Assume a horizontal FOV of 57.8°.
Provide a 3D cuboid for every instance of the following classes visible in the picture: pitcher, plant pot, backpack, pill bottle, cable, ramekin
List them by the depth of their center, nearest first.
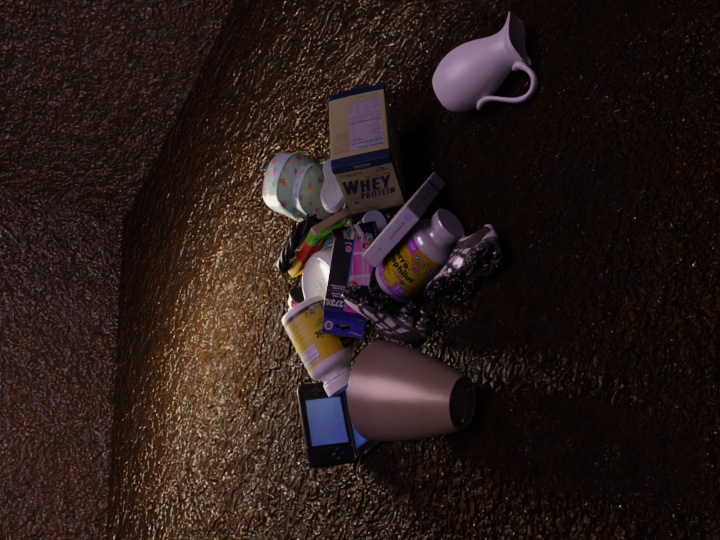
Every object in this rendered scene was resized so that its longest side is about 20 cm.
[{"bbox_3d":[0.106,0.233,1.200,0.196,0.185,0.193,0,76,42],"label":"plant pot"},{"bbox_3d":[0.249,-0.384,1.301,0.197,0.120,0.176,-27,69,35],"label":"pitcher"},{"bbox_3d":[0.123,-0.032,1.334,0.200,0.102,0.106,-48,40,34],"label":"pill bottle"},{"bbox_3d":[-0.082,0.169,1.432,0.111,0.110,0.203,-40,74,39],"label":"pill bottle"},{"bbox_3d":[-0.057,0.038,1.522,0.200,0.092,0.209,20,116,48],"label":"ramekin"},{"bbox_3d":[-0.145,-0.061,1.570,0.051,0.200,0.163,45,98,11],"label":"cable"},{"bbox_3d":[-0.158,-0.224,1.762,0.152,0.196,0.181,18,90,57],"label":"backpack"}]

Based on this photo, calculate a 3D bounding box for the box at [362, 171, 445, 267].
[{"bbox_3d":[0.094,-0.110,1.366,0.156,0.041,0.200,-48,1,35],"label":"box"}]

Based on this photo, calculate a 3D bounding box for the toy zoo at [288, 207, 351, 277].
[{"bbox_3d":[-0.102,-0.056,1.556,0.020,0.130,0.201,45,136,12],"label":"toy zoo"}]

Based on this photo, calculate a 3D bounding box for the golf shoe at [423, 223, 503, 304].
[{"bbox_3d":[0.199,-0.010,1.253,0.199,0.077,0.096,-40,28,39],"label":"golf shoe"}]

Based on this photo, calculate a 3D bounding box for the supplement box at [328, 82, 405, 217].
[{"bbox_3d":[0.017,-0.268,1.483,0.130,0.201,0.205,-9,61,11],"label":"supplement box"}]

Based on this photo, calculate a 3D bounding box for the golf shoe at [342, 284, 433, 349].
[{"bbox_3d":[0.047,0.100,1.319,0.078,0.195,0.096,-52,-18,-57],"label":"golf shoe"}]

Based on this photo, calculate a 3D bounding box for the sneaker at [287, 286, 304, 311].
[{"bbox_3d":[-0.124,0.145,1.682,0.202,0.066,0.110,49,146,32],"label":"sneaker"}]

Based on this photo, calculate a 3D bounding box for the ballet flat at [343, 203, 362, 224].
[{"bbox_3d":[-0.009,-0.212,1.651,0.064,0.066,0.205,129,155,-70],"label":"ballet flat"}]

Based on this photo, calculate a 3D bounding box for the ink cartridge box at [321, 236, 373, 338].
[{"bbox_3d":[-0.025,0.036,1.387,0.037,0.092,0.206,68,-150,-79],"label":"ink cartridge box"}]

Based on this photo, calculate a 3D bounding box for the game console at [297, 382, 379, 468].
[{"bbox_3d":[-0.044,0.308,1.437,0.120,0.166,0.203,102,160,-47],"label":"game console"}]

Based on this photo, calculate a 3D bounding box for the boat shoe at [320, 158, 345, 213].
[{"bbox_3d":[-0.055,-0.200,1.583,0.070,0.063,0.203,-19,40,16],"label":"boat shoe"}]

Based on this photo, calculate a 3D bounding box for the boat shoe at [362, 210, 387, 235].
[{"bbox_3d":[0.052,-0.030,1.488,0.091,0.069,0.205,102,153,-70],"label":"boat shoe"}]

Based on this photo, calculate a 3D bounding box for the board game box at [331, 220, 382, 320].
[{"bbox_3d":[0.000,0.000,1.421,0.023,0.102,0.206,70,-168,-76],"label":"board game box"}]

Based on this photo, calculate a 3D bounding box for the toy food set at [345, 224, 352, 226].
[{"bbox_3d":[-0.067,-0.012,1.673,0.199,0.059,0.148,-31,62,49],"label":"toy food set"}]
